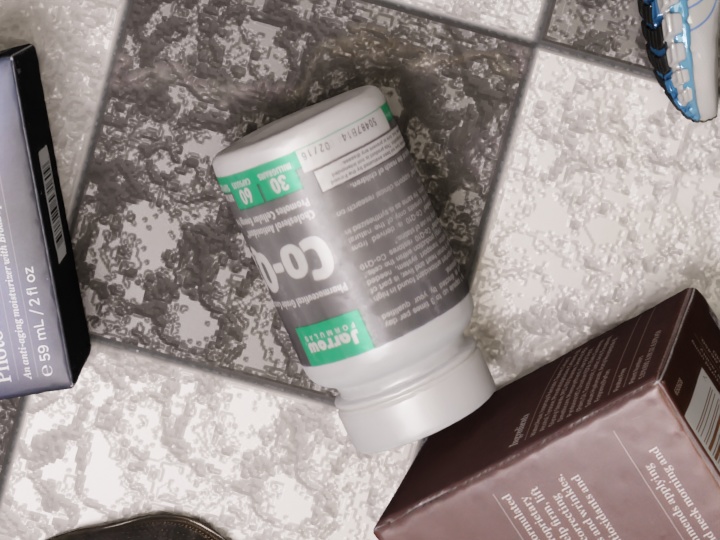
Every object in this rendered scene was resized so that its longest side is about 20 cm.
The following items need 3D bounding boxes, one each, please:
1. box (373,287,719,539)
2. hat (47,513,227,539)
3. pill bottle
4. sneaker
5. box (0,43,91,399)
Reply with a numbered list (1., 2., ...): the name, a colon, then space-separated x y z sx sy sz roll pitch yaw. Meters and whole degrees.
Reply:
1. box: 0.147 0.144 1.415 0.200 0.164 0.166 -29 100 23
2. hat: -0.144 0.252 1.488 0.200 0.081 0.201 0 100 -2
3. pill bottle: 0.000 0.000 1.441 0.113 0.113 0.200 -24 98 1
4. sneaker: 0.209 -0.190 1.444 0.086 0.075 0.201 -10 99 -7
5. box: -0.278 -0.017 1.423 0.198 0.123 0.201 -10 98 1
